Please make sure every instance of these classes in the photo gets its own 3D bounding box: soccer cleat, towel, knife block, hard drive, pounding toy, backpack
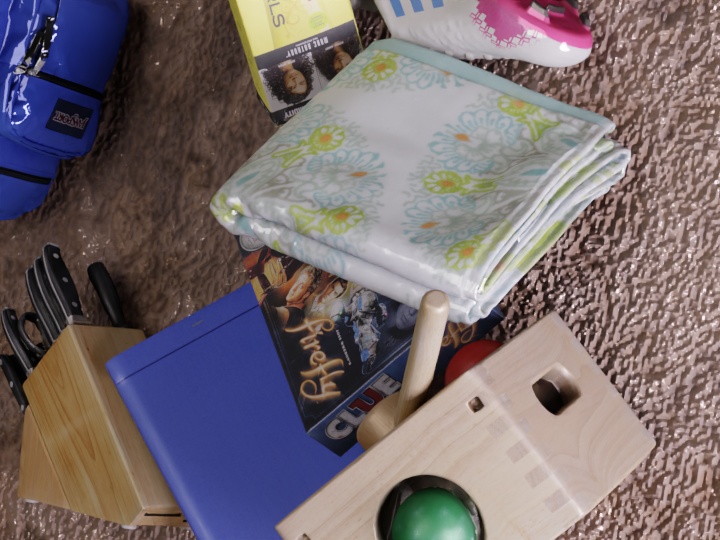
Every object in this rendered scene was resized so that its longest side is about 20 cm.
[{"bbox_3d":[0.066,-0.157,1.486,0.200,0.070,0.087,39,114,40],"label":"soccer cleat"},{"bbox_3d":[0.037,-0.057,1.412,0.200,0.171,0.048,22,138,31],"label":"towel"},{"bbox_3d":[-0.171,0.074,1.590,0.200,0.064,0.176,7,92,50],"label":"knife block"},{"bbox_3d":[-0.063,0.108,1.511,0.132,0.025,0.200,-29,61,-6],"label":"hard drive"},{"bbox_3d":[0.052,0.101,1.330,0.184,0.200,0.142,-41,84,23],"label":"pounding toy"},{"bbox_3d":[-0.267,-0.134,1.663,0.167,0.162,0.201,21,93,34],"label":"backpack"}]

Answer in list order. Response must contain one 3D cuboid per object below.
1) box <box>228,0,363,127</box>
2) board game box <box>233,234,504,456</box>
[{"bbox_3d":[-0.052,-0.195,1.488,0.075,0.201,0.050,-20,31,-7],"label":"box"},{"bbox_3d":[0.000,0.000,1.470,0.135,0.035,0.200,-41,40,15],"label":"board game box"}]
